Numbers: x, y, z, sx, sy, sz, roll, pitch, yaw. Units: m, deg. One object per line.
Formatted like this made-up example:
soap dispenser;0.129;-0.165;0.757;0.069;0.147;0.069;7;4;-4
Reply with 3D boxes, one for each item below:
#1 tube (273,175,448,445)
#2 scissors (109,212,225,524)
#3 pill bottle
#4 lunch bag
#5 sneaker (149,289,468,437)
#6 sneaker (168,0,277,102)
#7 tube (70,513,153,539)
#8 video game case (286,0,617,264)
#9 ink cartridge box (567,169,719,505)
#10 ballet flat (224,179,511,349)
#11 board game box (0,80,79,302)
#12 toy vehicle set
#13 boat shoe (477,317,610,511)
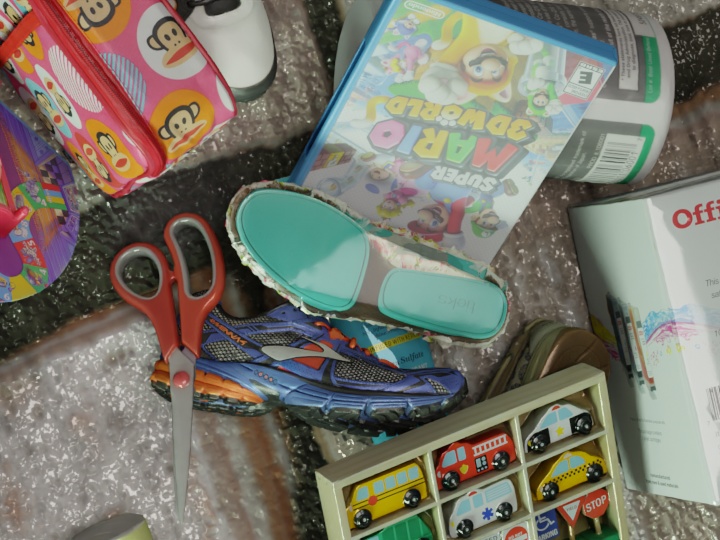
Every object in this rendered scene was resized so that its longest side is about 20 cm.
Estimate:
tube;0.008;0.027;1.465;0.077;0.050;0.201;-18;89;-29
scissors;-0.104;0.054;1.389;0.073;0.014;0.201;-19;60;2
pill bottle;0.090;-0.118;1.451;0.198;0.113;0.114;5;88;-16
lunch bag;-0.162;-0.135;1.334;0.082;0.200;0.177;-38;97;-15
sneaker;-0.030;0.054;1.413;0.198;0.075;0.079;9;78;5
sneaker;-0.105;-0.198;1.414;0.073;0.080;0.201;-26;98;-16
tube;-0.129;0.253;1.420;0.058;0.052;0.201;-15;101;15
video game case;0.049;-0.082;1.387;0.142;0.200;0.018;17;42;-15
ink cartridge box;0.241;0.034;1.477;0.144;0.145;0.202;-13;93;-15
ballet flat;0.000;0.000;1.411;0.199;0.064;0.076;24;89;-19
board game box;-0.239;-0.076;1.342;0.200;0.039;0.158;43;36;-13
toy vehicle set;0.074;0.150;1.425;0.199;0.026;0.125;-20;112;-23
boat shoe;0.094;0.126;1.484;0.073;0.063;0.201;34;83;-32
